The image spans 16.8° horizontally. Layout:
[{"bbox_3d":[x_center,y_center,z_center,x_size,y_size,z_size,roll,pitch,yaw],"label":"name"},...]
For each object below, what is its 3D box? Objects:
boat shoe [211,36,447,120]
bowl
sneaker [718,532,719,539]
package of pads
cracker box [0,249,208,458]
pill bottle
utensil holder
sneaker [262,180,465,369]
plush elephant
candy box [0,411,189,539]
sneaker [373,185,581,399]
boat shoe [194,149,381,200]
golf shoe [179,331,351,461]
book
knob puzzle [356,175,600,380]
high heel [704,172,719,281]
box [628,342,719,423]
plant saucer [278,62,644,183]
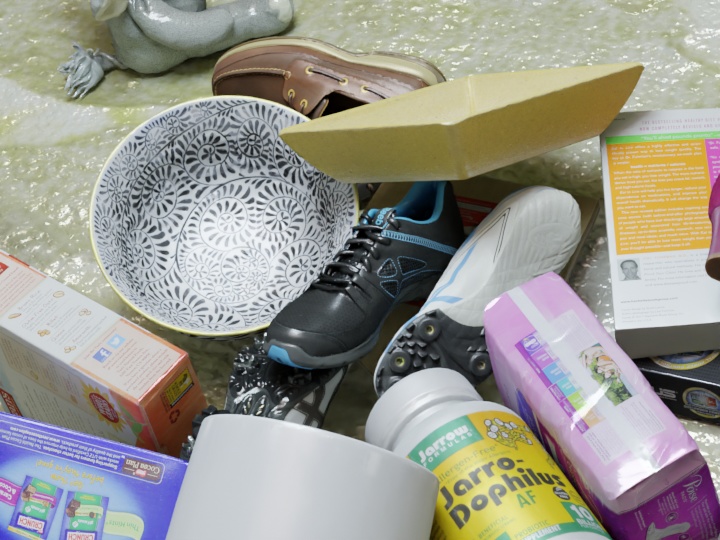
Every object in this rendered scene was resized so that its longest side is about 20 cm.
[{"bbox_3d":[-0.031,-0.136,1.936,0.198,0.072,0.068,8,48,20],"label":"boat shoe"},{"bbox_3d":[-0.098,-0.021,1.817,0.199,0.094,0.202,-1,62,1],"label":"bowl"},{"bbox_3d":[0.275,0.157,1.558,0.075,0.081,0.201,5,52,39],"label":"sneaker"},{"bbox_3d":[0.159,0.107,1.614,0.075,0.121,0.200,-31,46,-6],"label":"package of pads"},{"bbox_3d":[-0.190,0.081,1.735,0.199,0.135,0.058,26,59,34],"label":"cracker box"},{"bbox_3d":[0.082,0.157,1.596,0.112,0.113,0.200,-27,45,-9],"label":"pill bottle"},{"bbox_3d":[-0.049,0.206,1.502,0.169,0.170,0.202,8,75,23],"label":"utensil holder"},{"bbox_3d":[0.000,0.000,1.714,0.073,0.083,0.200,18,38,33],"label":"sneaker"},{"bbox_3d":[-0.185,-0.253,2.032,0.199,0.156,0.165,-31,47,-14],"label":"plush elephant"},{"bbox_3d":[-0.192,0.208,1.597,0.168,0.077,0.202,13,84,25],"label":"candy box"},{"bbox_3d":[0.081,0.023,1.722,0.200,0.072,0.072,-48,11,-14],"label":"sneaker"},{"bbox_3d":[-0.071,-0.087,1.903,0.198,0.076,0.072,-5,33,6],"label":"boat shoe"},{"bbox_3d":[-0.061,0.113,1.704,0.077,0.095,0.200,10,37,29],"label":"golf shoe"},{"bbox_3d":[0.238,-0.031,1.712,0.132,0.048,0.201,-5,47,7],"label":"book"},{"bbox_3d":[0.063,0.014,1.794,0.218,0.031,0.221,-10,47,10],"label":"knob puzzle"},{"bbox_3d":[0.331,-0.021,1.634,0.198,0.068,0.097,15,56,2],"label":"high heel"},{"bbox_3d":[0.296,0.039,1.690,0.198,0.044,0.161,11,51,26],"label":"box"},{"bbox_3d":[0.075,-0.103,1.759,0.199,0.049,0.199,-19,13,-37],"label":"plant saucer"}]
